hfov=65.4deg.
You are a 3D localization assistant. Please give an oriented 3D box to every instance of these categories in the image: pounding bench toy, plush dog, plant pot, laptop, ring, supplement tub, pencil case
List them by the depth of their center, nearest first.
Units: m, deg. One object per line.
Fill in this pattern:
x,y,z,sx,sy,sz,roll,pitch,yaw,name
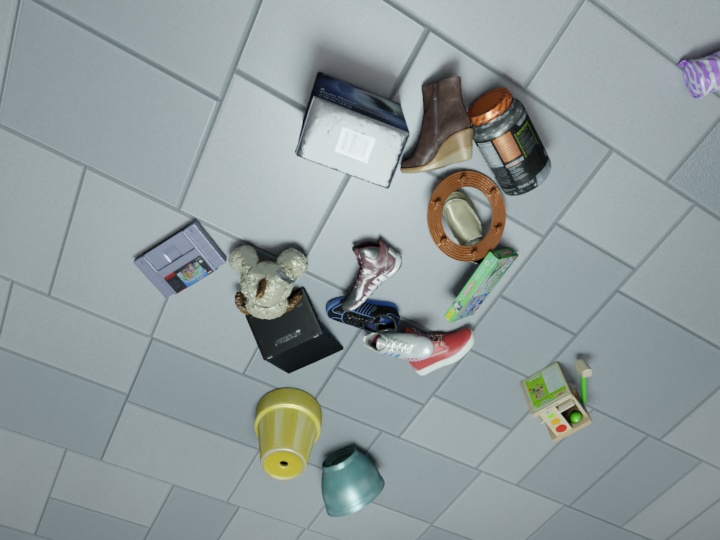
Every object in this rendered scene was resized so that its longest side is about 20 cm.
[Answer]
0.756,-0.424,1.126,0.195,0.084,0.088,-23,85,10,pencil case
0.311,-0.271,1.184,0.121,0.124,0.201,-29,118,16,supplement tub
0.244,-0.123,1.273,0.194,0.019,0.207,-1,94,-15,ring
-0.225,0.051,1.362,0.193,0.164,0.174,2,137,-3,plush dog
-0.175,0.167,1.509,0.183,0.116,0.205,-24,91,13,laptop
0.582,0.357,1.573,0.198,0.125,0.156,-35,117,19,pounding bench toy
-0.210,0.475,1.591,0.194,0.191,0.206,0,123,-1,plant pot
-0.040,0.623,1.700,0.196,0.200,0.137,-23,93,13,plant pot

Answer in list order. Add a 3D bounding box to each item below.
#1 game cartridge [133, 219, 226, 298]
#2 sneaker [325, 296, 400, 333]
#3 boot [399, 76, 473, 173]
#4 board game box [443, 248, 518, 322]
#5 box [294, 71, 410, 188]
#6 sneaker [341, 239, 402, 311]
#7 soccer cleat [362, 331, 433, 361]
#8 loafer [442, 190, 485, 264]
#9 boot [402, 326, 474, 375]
-0.439,-0.023,1.374,0.196,0.039,0.131,-28,114,15,game cartridge
0.006,0.118,1.441,0.193,0.079,0.072,2,123,-3,sneaker
0.151,-0.302,1.193,0.197,0.071,0.172,-7,97,45,boot
0.296,0.036,1.377,0.029,0.133,0.202,45,119,25,board game box
-0.017,-0.286,1.122,0.195,0.200,0.126,17,118,-12,box
0.000,0.000,1.381,0.200,0.076,0.115,-43,109,11,sneaker
0.091,0.194,1.437,0.196,0.072,0.085,0,174,40,soccer cleat
0.253,-0.097,1.320,0.074,0.069,0.202,-28,118,16,loafer
0.194,0.184,1.493,0.197,0.073,0.145,-32,116,21,boot
